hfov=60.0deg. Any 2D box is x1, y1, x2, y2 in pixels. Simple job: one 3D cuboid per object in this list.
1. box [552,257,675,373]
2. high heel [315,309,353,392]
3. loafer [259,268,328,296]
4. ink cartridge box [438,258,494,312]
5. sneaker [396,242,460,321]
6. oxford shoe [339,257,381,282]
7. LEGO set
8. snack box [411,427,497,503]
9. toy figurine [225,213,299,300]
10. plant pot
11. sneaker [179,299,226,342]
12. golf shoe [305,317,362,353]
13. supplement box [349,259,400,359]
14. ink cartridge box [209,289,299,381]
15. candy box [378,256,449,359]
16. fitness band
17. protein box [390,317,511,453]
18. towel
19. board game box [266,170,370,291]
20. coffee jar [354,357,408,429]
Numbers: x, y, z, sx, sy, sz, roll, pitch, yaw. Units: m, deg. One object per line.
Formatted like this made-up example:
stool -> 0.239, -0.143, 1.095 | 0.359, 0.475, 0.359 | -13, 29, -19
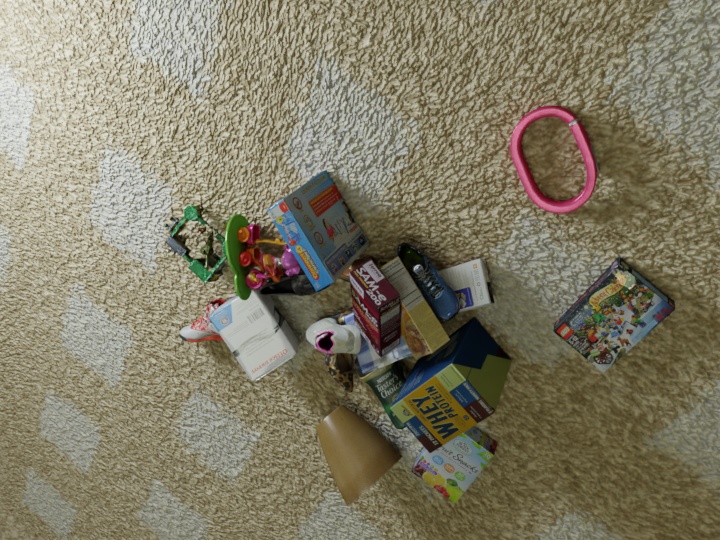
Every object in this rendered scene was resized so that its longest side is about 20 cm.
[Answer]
box -> 0.503, 0.093, 1.248 | 0.135, 0.038, 0.202 | 38, 123, 5
high heel -> -0.024, 0.199, 1.525 | 0.140, 0.071, 0.205 | -18, 96, 37
loafer -> -0.160, 0.037, 1.513 | 0.195, 0.063, 0.073 | -3, 120, 33
ink cartridge box -> 0.188, 0.048, 1.356 | 0.196, 0.037, 0.098 | -17, 78, 29
sneaker -> 0.134, 0.022, 1.314 | 0.078, 0.089, 0.201 | -40, 64, 4
oxford shoe -> 0.000, 0.000, 1.440 | 0.195, 0.071, 0.073 | 16, 90, 20
LEGO set -> -0.392, -0.065, 1.580 | 0.197, 0.116, 0.156 | 33, 94, 3
snack box -> 0.228, 0.463, 1.543 | 0.140, 0.053, 0.203 | 32, 122, 7
toy figurine -> -0.202, -0.038, 1.461 | 0.178, 0.150, 0.207 | -4, 87, 16
plant pot -> -0.021, 0.456, 1.602 | 0.201, 0.185, 0.187 | 51, 125, 13
sneaker -> -0.411, 0.133, 1.686 | 0.195, 0.067, 0.111 | 0, 112, 21
golf shoe -> -0.082, 0.154, 1.456 | 0.197, 0.090, 0.078 | -2, 92, 52
supplement box -> 0.032, 0.085, 1.314 | 0.109, 0.060, 0.203 | 49, 159, 32
ink cartridge box -> -0.266, 0.154, 1.587 | 0.142, 0.084, 0.203 | -31, 100, 9
candy box -> 0.099, 0.082, 1.317 | 0.203, 0.055, 0.115 | 57, 161, 5
fitness band -> 0.365, -0.207, 1.176 | 0.141, 0.037, 0.204 | -20, 102, 32
protein box -> 0.201, 0.249, 1.368 | 0.135, 0.199, 0.200 | 46, 124, -2
towel -> 0.065, 0.136, 1.430 | 0.196, 0.024, 0.151 | -24, 76, 18
board game box -> -0.085, -0.091, 1.346 | 0.055, 0.200, 0.199 | -26, 101, 33
coffee jar -> 0.073, 0.273, 1.502 | 0.103, 0.085, 0.202 | -35, 96, 12
